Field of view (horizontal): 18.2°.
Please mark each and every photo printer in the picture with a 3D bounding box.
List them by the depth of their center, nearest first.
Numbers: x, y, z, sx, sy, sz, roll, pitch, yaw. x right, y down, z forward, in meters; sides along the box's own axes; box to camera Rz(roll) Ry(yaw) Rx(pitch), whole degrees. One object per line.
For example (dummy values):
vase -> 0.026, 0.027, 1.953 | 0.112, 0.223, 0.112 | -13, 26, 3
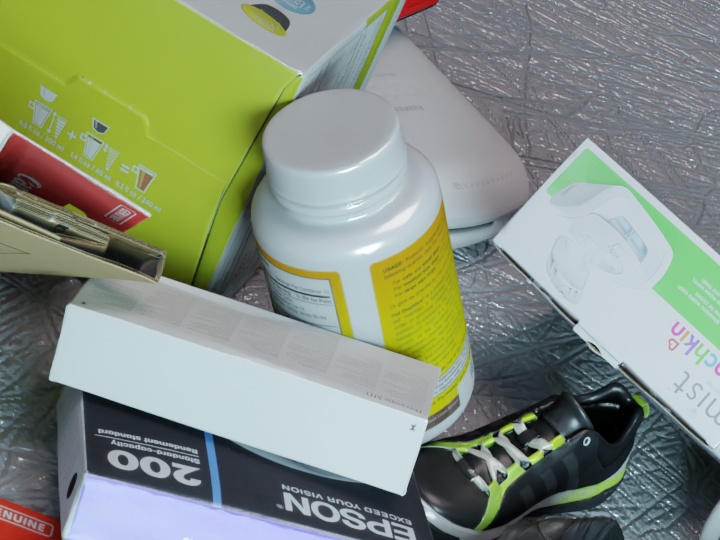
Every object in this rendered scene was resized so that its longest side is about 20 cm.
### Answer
photo printer -> 0.013, -0.091, 1.558 | 0.165, 0.070, 0.200 | -7, 46, -43

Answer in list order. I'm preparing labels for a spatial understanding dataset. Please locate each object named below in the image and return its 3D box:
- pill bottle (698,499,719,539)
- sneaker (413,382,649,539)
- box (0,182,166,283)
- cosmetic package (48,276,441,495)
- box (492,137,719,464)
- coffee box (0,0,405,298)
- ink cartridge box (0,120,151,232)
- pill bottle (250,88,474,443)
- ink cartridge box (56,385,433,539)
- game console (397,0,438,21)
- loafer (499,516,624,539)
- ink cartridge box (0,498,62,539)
pill bottle -> 0.305, 0.200, 1.330 | 0.114, 0.115, 0.200 | -11, 49, -45
sneaker -> 0.097, 0.103, 1.336 | 0.199, 0.083, 0.072 | -12, 48, -46
box -> -0.225, -0.025, 1.171 | 0.199, 0.021, 0.163 | 3, -13, 34
cosmetic package -> -0.060, 0.057, 1.210 | 0.198, 0.051, 0.083 | 18, 17, 2
box -> 0.199, 0.035, 1.434 | 0.200, 0.097, 0.176 | 45, 2, 25
coffee box -> -0.116, -0.121, 1.379 | 0.199, 0.201, 0.198 | 31, 32, 7
ink cartridge box -> -0.218, -0.048, 1.225 | 0.176, 0.200, 0.045 | 34, 74, -12
pill bottle -> 0.000, 0.000, 1.281 | 0.108, 0.201, 0.110 | -7, 39, 6
ink cartridge box -> -0.059, 0.124, 1.178 | 0.196, 0.044, 0.200 | 15, 22, -15
game console -> -0.061, -0.201, 1.617 | 0.198, 0.031, 0.177 | 12, 15, 20
loafer -> 0.077, 0.203, 1.211 | 0.072, 0.073, 0.200 | 5, 28, 29
ink cartridge box -> -0.114, 0.182, 1.102 | 0.199, 0.044, 0.174 | 22, 34, -10
